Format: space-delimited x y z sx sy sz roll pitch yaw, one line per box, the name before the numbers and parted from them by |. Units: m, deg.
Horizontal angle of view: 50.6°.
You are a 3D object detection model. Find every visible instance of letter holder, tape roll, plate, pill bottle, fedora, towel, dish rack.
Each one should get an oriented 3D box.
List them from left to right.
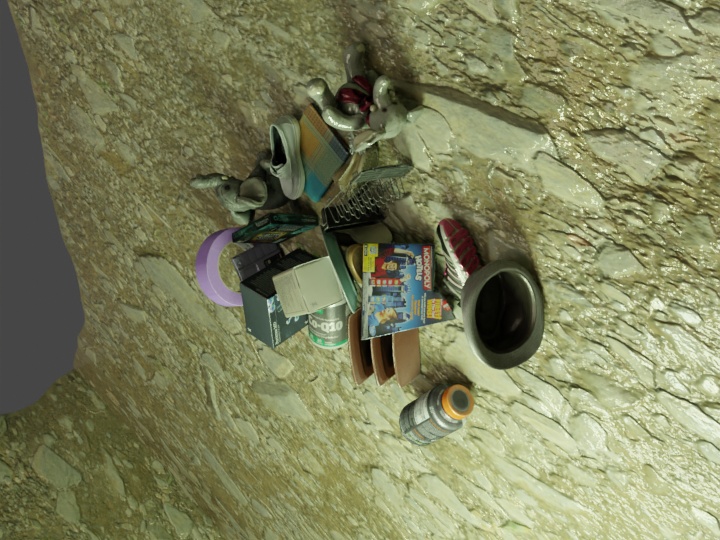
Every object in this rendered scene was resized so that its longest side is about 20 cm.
tape roll | -0.326 -0.009 1.980 0.065 0.199 0.203 -6 112 49
towel | -0.103 -0.258 1.696 0.147 0.022 0.200 52 142 8
pill bottle | -0.073 0.079 1.824 0.112 0.113 0.202 29 135 33
plate | -0.040 -0.007 1.620 0.200 0.025 0.203 -22 -89 -89
dish rack | 0.017 -0.149 1.533 0.200 0.152 0.055 -39 69 52
letter holder | 0.052 0.170 1.721 0.100 0.141 0.203 21 130 38
pill bottle | 0.175 0.322 1.720 0.107 0.106 0.200 53 143 6
fedora | 0.250 0.075 1.422 0.090 0.175 0.203 21 135 65

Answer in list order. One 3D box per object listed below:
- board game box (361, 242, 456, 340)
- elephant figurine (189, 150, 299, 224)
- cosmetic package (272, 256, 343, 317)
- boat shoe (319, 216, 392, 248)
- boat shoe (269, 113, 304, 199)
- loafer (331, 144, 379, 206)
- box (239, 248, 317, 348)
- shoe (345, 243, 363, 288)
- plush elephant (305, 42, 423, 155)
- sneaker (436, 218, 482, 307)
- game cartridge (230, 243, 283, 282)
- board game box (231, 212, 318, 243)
board game box | 0.101 0.042 1.581 0.062 0.196 0.204 -92 4 -81
elephant figurine | -0.271 -0.178 1.786 0.154 0.199 0.143 29 142 35
cosmetic package | -0.117 0.038 1.645 0.200 0.086 0.105 -13 96 70
boat shoe | -0.005 -0.075 1.675 0.198 0.072 0.060 20 144 36
boat shoe | -0.174 -0.246 1.706 0.070 0.071 0.203 26 131 35
loafer | -0.020 -0.198 1.595 0.067 0.076 0.201 40 141 11
box | -0.184 0.065 1.870 0.106 0.199 0.150 26 134 35
shoe | 0.000 0.000 1.652 0.053 0.071 0.200 11 160 24
plush elephant | 0.020 -0.302 1.408 0.153 0.165 0.202 9 130 42
sneaker | 0.189 -0.004 1.495 0.087 0.074 0.202 -16 108 46
game cartridge | -0.239 0.032 1.970 0.038 0.128 0.202 13 128 66
board game box | -0.207 -0.099 1.837 0.199 0.134 0.029 -18 76 52
